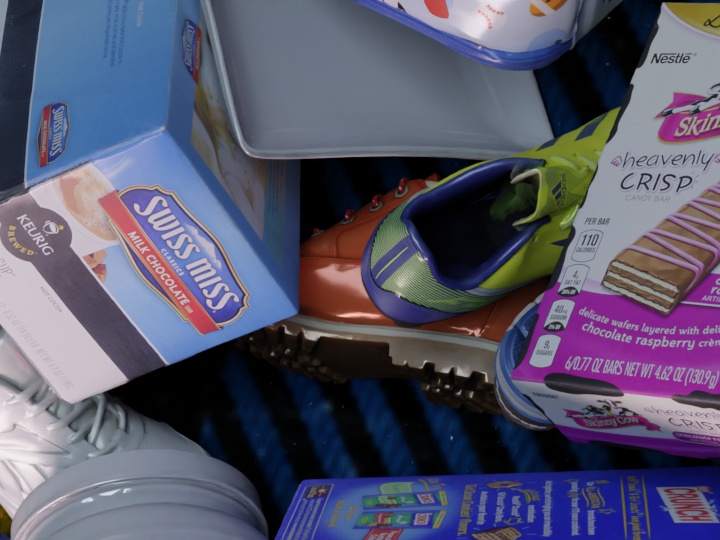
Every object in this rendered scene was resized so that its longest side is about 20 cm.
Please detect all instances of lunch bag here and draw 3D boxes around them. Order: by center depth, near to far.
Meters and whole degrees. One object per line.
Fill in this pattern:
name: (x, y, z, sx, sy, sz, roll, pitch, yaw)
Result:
lunch bag: (0.068, -0.187, 1.327, 0.160, 0.076, 0.200, 26, 46, 20)

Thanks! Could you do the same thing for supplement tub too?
supplement tub: (-0.093, 0.198, 1.284, 0.140, 0.140, 0.200, -22, 51, 14)

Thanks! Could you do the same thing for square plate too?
square plate: (-0.009, -0.139, 1.344, 0.028, 0.198, 0.200, -36, 64, 45)

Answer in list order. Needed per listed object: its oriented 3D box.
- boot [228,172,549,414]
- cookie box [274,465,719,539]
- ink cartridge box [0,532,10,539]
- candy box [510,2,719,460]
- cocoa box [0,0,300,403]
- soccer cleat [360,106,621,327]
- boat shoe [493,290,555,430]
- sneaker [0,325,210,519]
boot: (0.000, 0.000, 1.364, 0.200, 0.075, 0.107, 10, 74, 17)
cookie box: (0.066, 0.141, 1.222, 0.200, 0.171, 0.075, -2, 98, 5)
ink cartridge box: (-0.181, 0.253, 1.382, 0.197, 0.047, 0.200, 30, 91, 24)
candy box: (0.165, -0.019, 1.202, 0.136, 0.061, 0.200, 4, 61, 39)
cocoa box: (-0.112, -0.065, 1.334, 0.131, 0.133, 0.200, -21, 39, 17)
soccer cleat: (0.091, -0.033, 1.288, 0.200, 0.084, 0.065, -26, 77, -24)
boat shoe: (0.144, 0.010, 1.297, 0.200, 0.072, 0.072, -27, 75, -15)
sneaker: (-0.161, 0.070, 1.362, 0.200, 0.099, 0.078, 20, 49, 2)
